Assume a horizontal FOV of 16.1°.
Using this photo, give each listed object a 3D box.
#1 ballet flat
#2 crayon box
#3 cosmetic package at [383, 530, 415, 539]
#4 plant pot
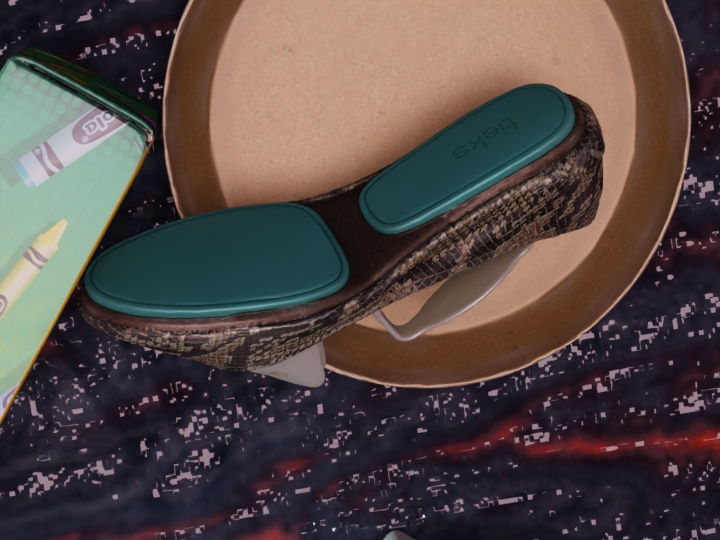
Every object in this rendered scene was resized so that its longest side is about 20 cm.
[{"bbox_3d":[0.000,0.000,0.917,0.199,0.068,0.076,-23,131,-8],"label":"ballet flat"},{"bbox_3d":[-0.143,0.020,0.908,0.058,0.119,0.201,29,94,-7],"label":"crayon box"},{"bbox_3d":[0.042,0.220,0.904,0.166,0.200,0.168,33,92,-7],"label":"cosmetic package"},{"bbox_3d":[0.024,-0.057,0.959,0.198,0.027,0.202,-1,97,-5],"label":"plant pot"}]
